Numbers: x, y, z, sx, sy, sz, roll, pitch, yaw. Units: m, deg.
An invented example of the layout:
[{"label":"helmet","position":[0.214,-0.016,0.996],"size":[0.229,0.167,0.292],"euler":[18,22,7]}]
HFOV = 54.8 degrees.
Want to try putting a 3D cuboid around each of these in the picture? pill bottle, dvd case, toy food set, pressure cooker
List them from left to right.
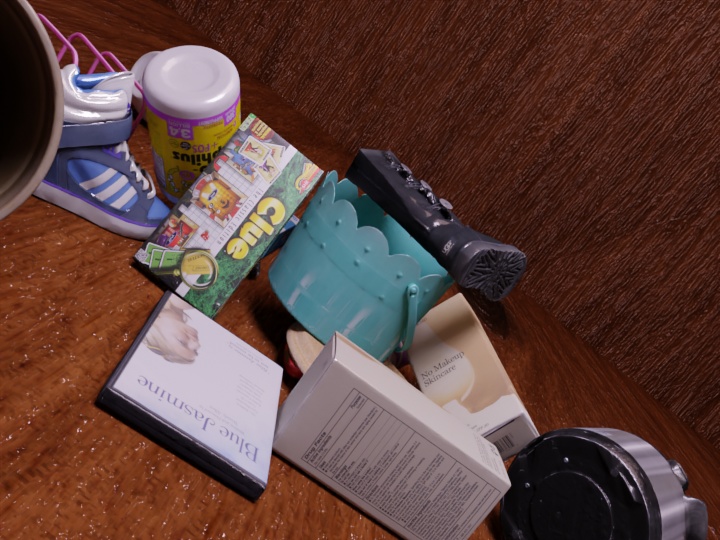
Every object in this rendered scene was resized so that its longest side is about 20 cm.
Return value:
[{"label":"pill bottle","position":[-0.188,-0.143,0.798],"size":[0.101,0.202,0.106],"euler":[4,52,-5]},{"label":"dvd case","position":[-0.132,0.095,0.596],"size":[0.141,0.018,0.201],"euler":[37,14,-13]},{"label":"toy food set","position":[-0.004,0.129,0.768],"size":[0.199,0.049,0.198],"euler":[39,13,1]},{"label":"pressure cooker","position":[0.267,0.263,0.765],"size":[0.198,0.180,0.177],"euler":[16,28,-52]}]

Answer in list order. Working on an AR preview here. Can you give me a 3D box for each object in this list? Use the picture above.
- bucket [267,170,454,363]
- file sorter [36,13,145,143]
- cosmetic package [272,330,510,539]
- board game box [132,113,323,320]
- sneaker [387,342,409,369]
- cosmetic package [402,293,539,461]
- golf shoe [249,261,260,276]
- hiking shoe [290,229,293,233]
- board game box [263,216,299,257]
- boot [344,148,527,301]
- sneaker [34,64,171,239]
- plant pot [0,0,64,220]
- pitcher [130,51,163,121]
[{"label":"bucket","position":[0.000,0.000,0.801],"size":[0.205,0.136,0.208],"euler":[36,14,-10]},{"label":"file sorter","position":[-0.352,-0.201,0.747],"size":[0.139,0.126,0.199],"euler":[45,15,30]},{"label":"cosmetic package","position":[0.026,0.160,0.629],"size":[0.199,0.106,0.071],"euler":[38,11,-10]},{"label":"board game box","position":[-0.136,-0.059,0.733],"size":[0.104,0.202,0.023],"euler":[36,-16,-4]},{"label":"sneaker","position":[0.018,0.036,0.950],"size":[0.113,0.072,0.205],"euler":[0,69,-59]},{"label":"cosmetic package","position":[0.127,0.137,0.854],"size":[0.071,0.104,0.202],"euler":[52,10,-41]},{"label":"golf shoe","position":[-0.188,-0.075,0.925],"size":[0.078,0.092,0.204],"euler":[102,-31,-61]},{"label":"hiking shoe","position":[-0.051,-0.024,1.010],"size":[0.075,0.102,0.201],"euler":[21,22,-31]},{"label":"board game box","position":[-0.193,-0.110,1.051],"size":[0.199,0.047,0.151],"euler":[39,13,-1]},{"label":"boot","position":[0.089,-0.056,0.811],"size":[0.200,0.066,0.164],"euler":[43,12,31]},{"label":"sneaker","position":[-0.251,-0.127,0.728],"size":[0.198,0.148,0.081],"euler":[24,18,-45]},{"label":"plant pot","position":[-0.332,-0.136,0.512],"size":[0.198,0.203,0.173],"euler":[29,-1,-34]},{"label":"pitcher","position":[-0.290,-0.260,1.173],"size":[0.174,0.120,0.200],"euler":[63,12,27]}]
